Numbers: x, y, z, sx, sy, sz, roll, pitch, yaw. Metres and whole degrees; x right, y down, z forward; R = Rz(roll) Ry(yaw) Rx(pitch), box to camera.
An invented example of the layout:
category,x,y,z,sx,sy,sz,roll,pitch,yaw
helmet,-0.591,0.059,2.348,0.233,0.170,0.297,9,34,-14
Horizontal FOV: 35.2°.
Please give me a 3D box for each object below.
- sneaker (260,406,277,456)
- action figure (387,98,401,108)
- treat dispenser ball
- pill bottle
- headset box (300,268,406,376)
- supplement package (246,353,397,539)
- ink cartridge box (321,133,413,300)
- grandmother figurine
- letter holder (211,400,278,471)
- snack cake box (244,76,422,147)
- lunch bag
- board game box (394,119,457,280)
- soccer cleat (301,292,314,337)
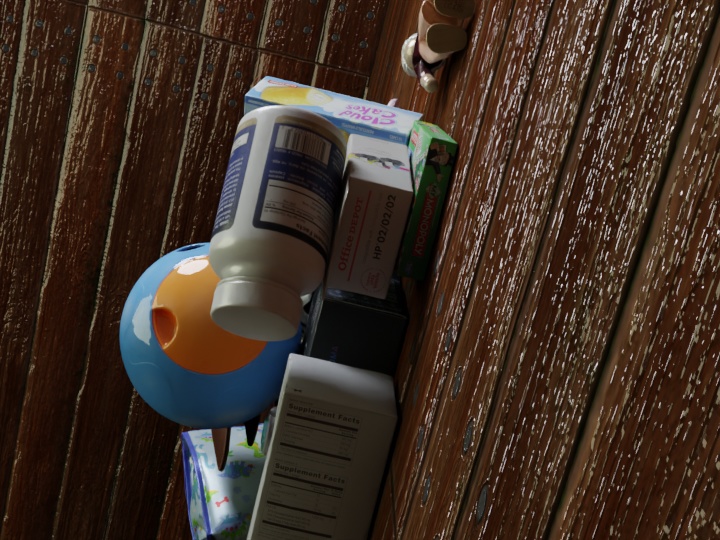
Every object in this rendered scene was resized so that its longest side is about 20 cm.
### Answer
category,x,y,z,sx,sy,sz,roll,pitch,yaw
sneaker,-0.050,0.213,1.447,0.200,0.090,0.079,-2,-78,-68
action figure,0.016,-0.126,1.659,0.134,0.147,0.202,51,-155,-58
treat dispenser ball,-0.163,0.071,1.242,0.201,0.198,0.203,-167,90,-86
pill bottle,-0.081,-0.042,1.062,0.111,0.110,0.202,112,169,-65
headset box,-0.017,0.094,1.225,0.200,0.092,0.176,-95,18,-76
supplement package,-0.040,0.200,1.087,0.114,0.108,0.202,-92,15,-75
ink cartridge box,0.006,-0.050,1.129,0.200,0.067,0.116,-88,11,-68
grandmother figurine,0.080,-0.258,1.258,0.200,0.060,0.122,155,136,-82
letter holder,-0.139,0.160,1.443,0.201,0.099,0.144,108,153,-59
snack cake box,-0.035,-0.141,1.314,0.067,0.198,0.116,-55,-24,-55
lunch bag,-0.157,0.304,1.586,0.128,0.168,0.201,110,151,-46
board game box,0.059,-0.077,1.158,0.200,0.029,0.136,-97,20,-78
soccer cleat,-0.043,0.072,1.468,0.200,0.085,0.069,50,-123,-41
